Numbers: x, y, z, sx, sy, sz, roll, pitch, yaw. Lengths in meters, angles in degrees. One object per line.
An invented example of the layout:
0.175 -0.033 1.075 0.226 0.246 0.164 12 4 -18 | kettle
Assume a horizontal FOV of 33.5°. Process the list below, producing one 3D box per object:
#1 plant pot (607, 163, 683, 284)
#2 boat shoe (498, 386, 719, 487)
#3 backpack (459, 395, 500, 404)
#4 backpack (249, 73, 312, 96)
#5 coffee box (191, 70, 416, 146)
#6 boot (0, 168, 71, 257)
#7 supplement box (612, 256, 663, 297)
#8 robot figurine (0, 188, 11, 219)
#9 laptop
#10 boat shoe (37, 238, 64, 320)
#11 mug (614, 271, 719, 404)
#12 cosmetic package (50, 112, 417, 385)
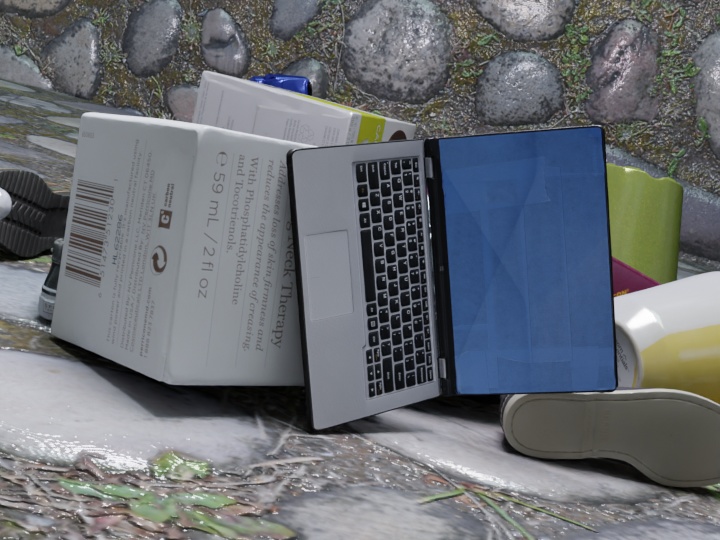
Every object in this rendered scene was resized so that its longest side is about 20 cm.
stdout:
0.312 -0.024 1.456 0.197 0.193 0.200 13 -2 0 | plant pot
0.200 0.114 0.907 0.197 0.074 0.063 8 12 -7 | boat shoe
0.077 0.000 1.001 0.165 0.127 0.202 14 51 -20 | backpack
-0.203 -0.368 2.877 0.165 0.203 0.163 4 12 -4 | backpack
-0.075 -0.104 1.401 0.198 0.203 0.197 17 9 23 | coffee box
-0.359 -0.060 1.139 0.136 0.079 0.200 12 -5 15 | boot
0.210 0.033 1.155 0.198 0.111 0.086 26 2 -24 | supplement box
-0.345 -0.043 0.873 0.168 0.115 0.200 -13 20 -24 | robot figurine
0.066 0.003 0.816 0.198 0.190 0.115 -10 7 -41 | laptop
-0.209 -0.005 0.990 0.071 0.072 0.200 14 8 -1 | boat shoe
0.277 0.081 1.027 0.151 0.152 0.186 -1 9 -33 | mug
-0.091 -0.014 0.870 0.198 0.170 0.165 5 5 -42 | cosmetic package
